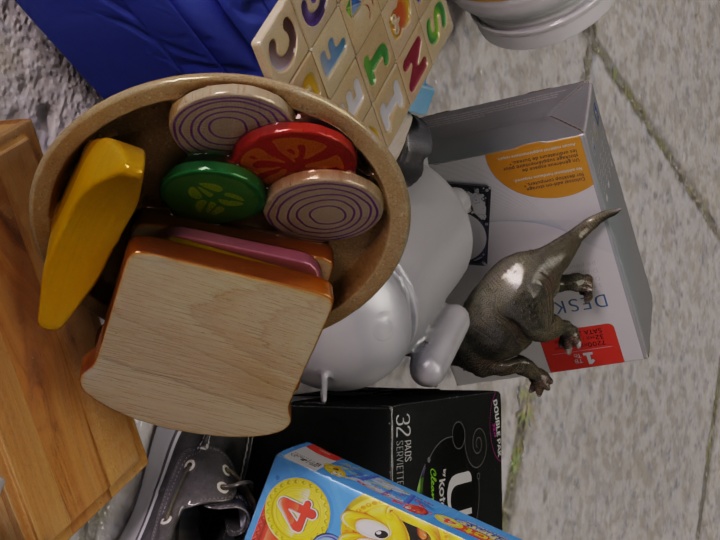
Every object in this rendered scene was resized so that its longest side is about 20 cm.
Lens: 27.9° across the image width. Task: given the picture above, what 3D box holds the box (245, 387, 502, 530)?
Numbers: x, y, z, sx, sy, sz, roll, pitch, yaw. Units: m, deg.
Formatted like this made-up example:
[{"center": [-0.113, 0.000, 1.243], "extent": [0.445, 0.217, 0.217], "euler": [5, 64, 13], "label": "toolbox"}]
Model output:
[{"center": [0.007, 0.181, 0.933], "extent": [0.148, 0.124, 0.202], "euler": [0, 88, -58], "label": "box"}]

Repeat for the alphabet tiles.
[{"center": [0.005, -0.144, 0.736], "extent": [0.201, 0.006, 0.167], "euler": [-62, 148, -33], "label": "alphabet tiles"}]

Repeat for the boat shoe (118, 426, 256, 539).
[{"center": [-0.092, 0.140, 0.825], "extent": [0.070, 0.066, 0.201], "euler": [60, 42, -38], "label": "boat shoe"}]

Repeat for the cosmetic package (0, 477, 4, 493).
[{"center": [-0.231, 0.161, 0.584], "extent": [0.107, 0.090, 0.201], "euler": [41, 58, -50], "label": "cosmetic package"}]

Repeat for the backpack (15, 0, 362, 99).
[{"center": [-0.068, -0.191, 0.780], "extent": [0.163, 0.167, 0.201], "euler": [58, 40, -56], "label": "backpack"}]

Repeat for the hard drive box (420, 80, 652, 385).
[{"center": [0.120, -0.023, 1.077], "extent": [0.077, 0.155, 0.201], "euler": [-73, 146, -52], "label": "hard drive box"}]

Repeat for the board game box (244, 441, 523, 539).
[{"center": [0.012, 0.228, 0.813], "extent": [0.201, 0.195, 0.056], "euler": [-70, 165, 5], "label": "board game box"}]

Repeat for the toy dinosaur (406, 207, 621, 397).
[{"center": [0.106, 0.030, 1.012], "extent": [0.102, 0.200, 0.077], "euler": [19, 43, -42], "label": "toy dinosaur"}]

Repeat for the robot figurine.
[{"center": [0.000, 0.000, 0.932], "extent": [0.169, 0.113, 0.200], "euler": [41, 43, 0], "label": "robot figurine"}]

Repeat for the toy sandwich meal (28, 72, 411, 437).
[{"center": [-0.070, -0.004, 0.695], "extent": [0.071, 0.204, 0.205], "euler": [-94, 157, -43], "label": "toy sandwich meal"}]

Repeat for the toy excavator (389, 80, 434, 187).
[{"center": [-0.018, -0.173, 0.888], "extent": [0.099, 0.194, 0.201], "euler": [13, 103, -44], "label": "toy excavator"}]

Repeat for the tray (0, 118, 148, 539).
[{"center": [-0.174, 0.037, 0.724], "extent": [0.099, 0.037, 0.201], "euler": [-44, 125, -50], "label": "tray"}]

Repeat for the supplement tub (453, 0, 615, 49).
[{"center": [0.111, -0.282, 1.087], "extent": [0.200, 0.144, 0.145], "euler": [59, 43, -39], "label": "supplement tub"}]
